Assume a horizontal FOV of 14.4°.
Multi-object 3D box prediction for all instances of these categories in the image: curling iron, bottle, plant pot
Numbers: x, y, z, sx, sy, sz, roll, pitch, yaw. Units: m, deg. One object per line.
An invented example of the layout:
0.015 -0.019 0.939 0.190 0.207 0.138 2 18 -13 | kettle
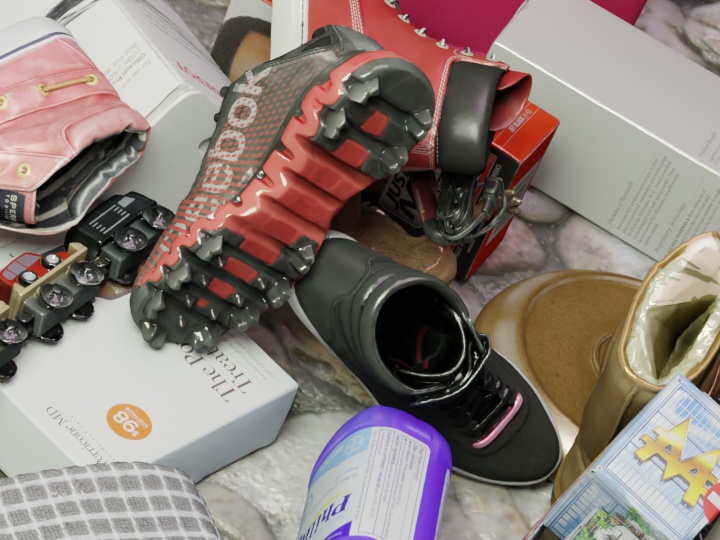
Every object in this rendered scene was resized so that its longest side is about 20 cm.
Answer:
0.036 -0.092 1.603 0.049 0.026 0.200 -19 52 0 | curling iron
-0.002 0.157 1.408 0.065 0.084 0.200 28 38 -12 | bottle
0.160 0.066 1.646 0.199 0.028 0.200 15 40 -13 | plant pot

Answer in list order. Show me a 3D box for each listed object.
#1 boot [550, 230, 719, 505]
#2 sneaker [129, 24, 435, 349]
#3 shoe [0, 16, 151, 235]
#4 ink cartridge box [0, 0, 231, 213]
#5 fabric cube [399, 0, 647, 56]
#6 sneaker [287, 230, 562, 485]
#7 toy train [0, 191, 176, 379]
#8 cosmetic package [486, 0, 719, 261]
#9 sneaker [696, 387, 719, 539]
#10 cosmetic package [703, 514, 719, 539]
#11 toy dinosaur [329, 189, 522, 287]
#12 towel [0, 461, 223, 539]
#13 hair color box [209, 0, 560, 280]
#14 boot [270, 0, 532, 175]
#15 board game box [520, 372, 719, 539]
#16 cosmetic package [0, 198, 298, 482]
0.166 0.038 1.497 0.066 0.200 0.175 22 60 5 | boot
-0.050 -0.048 1.468 0.071 0.200 0.098 33 15 -40 | sneaker
-0.206 -0.050 1.444 0.200 0.072 0.091 -33 61 -25 | shoe
-0.144 -0.118 1.595 0.200 0.084 0.145 51 9 29 | ink cartridge box
0.100 -0.274 1.864 0.196 0.200 0.200 10 41 -17 | fabric cube
0.048 0.061 1.492 0.200 0.071 0.099 43 -5 -27 | sneaker
-0.163 0.011 1.448 0.046 0.034 0.200 32 40 15 | toy train
0.170 -0.086 1.778 0.200 0.085 0.108 31 38 8 | cosmetic package
0.190 0.122 1.548 0.075 0.079 0.200 46 39 4 | sneaker
0.265 0.202 1.435 0.200 0.167 0.167 -16 54 -39 | cosmetic package
0.000 0.000 1.595 0.200 0.086 0.136 27 50 14 | toy dinosaur
-0.143 0.171 1.314 0.199 0.086 0.166 -2 45 -30 | towel
0.007 -0.093 1.684 0.200 0.102 0.061 32 40 11 | hair color box
0.022 -0.130 1.582 0.144 0.073 0.200 -2 52 2 | boot
0.101 0.149 1.375 0.062 0.200 0.200 42 40 6 | board game box
-0.154 0.037 1.491 0.200 0.052 0.151 43 44 20 | cosmetic package
